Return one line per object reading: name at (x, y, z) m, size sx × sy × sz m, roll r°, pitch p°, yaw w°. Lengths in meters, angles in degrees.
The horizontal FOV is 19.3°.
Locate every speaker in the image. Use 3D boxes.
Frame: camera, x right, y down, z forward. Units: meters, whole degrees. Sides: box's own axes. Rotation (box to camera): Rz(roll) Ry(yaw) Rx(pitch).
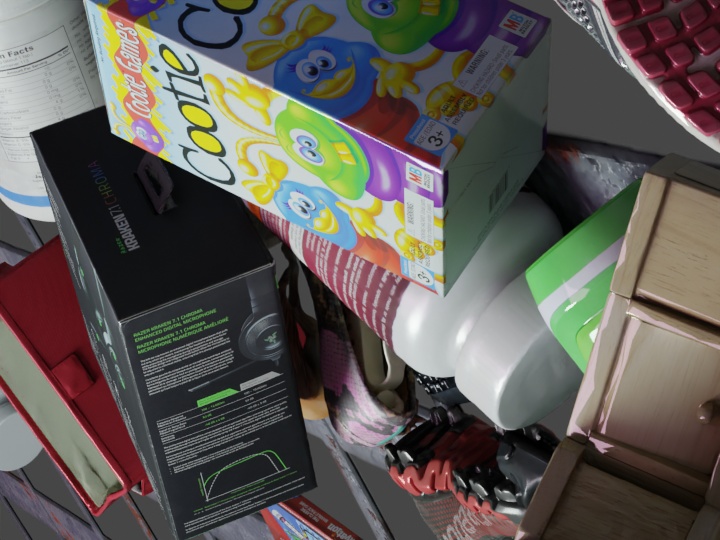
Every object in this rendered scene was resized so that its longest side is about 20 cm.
speaker at (0.163, 0.058, 0.964) m, size 0.201 × 0.088 × 0.088 m, roll 52°, pitch 160°, yaw 5°

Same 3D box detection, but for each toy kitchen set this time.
toy kitchen set at (0.144, 0.090, 0.832) m, size 0.162 × 0.180 × 0.202 m, roll 22°, pitch 112°, yaw 18°

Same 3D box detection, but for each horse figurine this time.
horse figurine at (-0.025, 0.047, 1.329) m, size 0.134 × 0.050 × 0.200 m, roll 70°, pitch -165°, yaw 8°

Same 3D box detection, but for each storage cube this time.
storage cube at (-0.167, 0.049, 1.562) m, size 0.201 × 0.179 × 0.171 m, roll 54°, pitch 160°, yaw 2°

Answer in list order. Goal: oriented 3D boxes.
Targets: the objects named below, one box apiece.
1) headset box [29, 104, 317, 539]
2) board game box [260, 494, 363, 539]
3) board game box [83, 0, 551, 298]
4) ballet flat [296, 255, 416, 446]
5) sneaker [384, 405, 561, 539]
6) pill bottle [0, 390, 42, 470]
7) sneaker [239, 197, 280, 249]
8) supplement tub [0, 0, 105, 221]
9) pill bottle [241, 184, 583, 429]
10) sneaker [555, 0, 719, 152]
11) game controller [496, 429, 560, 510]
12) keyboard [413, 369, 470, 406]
headset box at (-0.108, 0.018, 1.210) m, size 0.175 × 0.092 × 0.201 m, roll -122°, pitch 16°, yaw -44°
board game box at (-0.025, 0.241, 1.795) m, size 0.199 × 0.019 × 0.104 m, roll 28°, pitch 149°, yaw 50°
board game box at (-0.019, -0.093, 1.022) m, size 0.199 × 0.105 × 0.103 m, roll 26°, pitch 151°, yaw 19°
ballet flat at (0.000, 0.000, 1.231) m, size 0.071 × 0.069 × 0.202 m, roll -22°, pitch 76°, yaw 46°
sneaker at (0.087, 0.141, 1.297) m, size 0.098 × 0.071 × 0.200 m, roll 58°, pitch 162°, yaw -12°
pill bottle at (-0.448, 0.148, 2.465) m, size 0.200 × 0.112 × 0.113 m, roll 36°, pitch 154°, yaw 40°
sneaker at (-0.085, -0.104, 1.287) m, size 0.085 × 0.074 × 0.201 m, roll 53°, pitch 158°, yaw 40°
supplement tub at (-0.217, -0.145, 1.428) m, size 0.132 × 0.132 × 0.201 m, roll 35°, pitch 153°, yaw 42°
pill bottle at (0.036, -0.016, 1.096) m, size 0.200 × 0.109 × 0.110 m, roll 44°, pitch 158°, yaw 27°
sneaker at (0.114, -0.118, 0.814) m, size 0.201 × 0.080 × 0.075 m, roll 54°, pitch 177°, yaw 23°
game controller at (0.143, 0.138, 1.121) m, size 0.104 × 0.042 × 0.200 m, roll 18°, pitch 168°, yaw 31°
keyboard at (0.046, 0.040, 1.271) m, size 0.104 × 0.040 × 0.200 m, roll 54°, pitch 160°, yaw -2°
